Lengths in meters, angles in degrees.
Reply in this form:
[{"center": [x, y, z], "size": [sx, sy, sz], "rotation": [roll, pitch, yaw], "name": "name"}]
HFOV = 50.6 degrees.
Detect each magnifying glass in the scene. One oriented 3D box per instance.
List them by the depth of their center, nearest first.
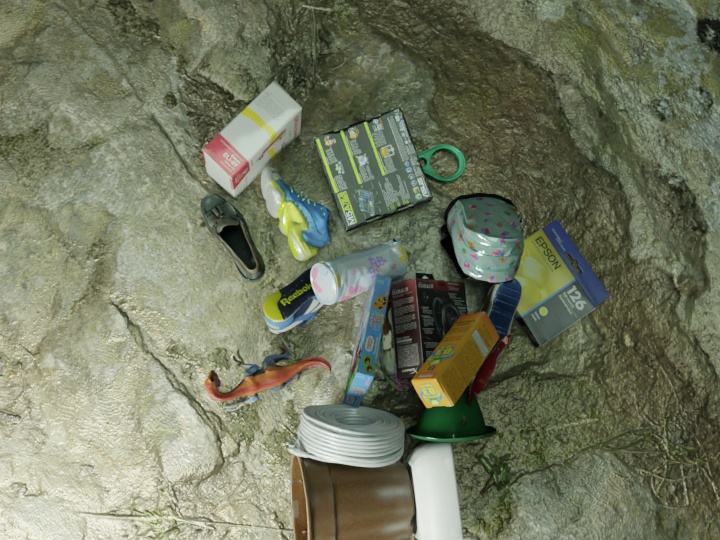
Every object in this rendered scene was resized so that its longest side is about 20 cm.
[{"center": [0.121, -0.226, 1.588], "size": [0.197, 0.022, 0.081], "rotation": [1, 79, -3], "name": "magnifying glass"}]

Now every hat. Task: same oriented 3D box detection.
[{"center": [0.171, 0.209, 1.398], "size": [0.164, 0.199, 0.179], "rotation": [-2, 87, 31], "name": "hat"}]

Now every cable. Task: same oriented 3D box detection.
[{"center": [-0.016, 0.293, 1.379], "size": [0.198, 0.200, 0.070], "rotation": [9, 95, 19], "name": "cable"}]

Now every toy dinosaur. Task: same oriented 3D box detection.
[{"center": [-0.190, 0.190, 1.406], "size": [0.181, 0.199, 0.106], "rotation": [-24, 92, -54], "name": "toy dinosaur"}]

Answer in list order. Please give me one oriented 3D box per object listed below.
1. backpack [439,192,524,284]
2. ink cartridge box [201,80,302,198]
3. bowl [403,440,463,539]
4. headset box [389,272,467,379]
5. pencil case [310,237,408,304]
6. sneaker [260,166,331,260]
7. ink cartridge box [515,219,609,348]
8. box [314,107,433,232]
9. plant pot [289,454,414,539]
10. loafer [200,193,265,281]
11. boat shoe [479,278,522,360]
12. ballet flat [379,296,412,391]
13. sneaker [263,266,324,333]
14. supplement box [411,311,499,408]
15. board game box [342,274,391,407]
[{"center": [0.241, -0.065, 1.473], "size": [0.165, 0.128, 0.201], "rotation": [-2, 36, 2], "name": "backpack"}, {"center": [-0.209, -0.255, 1.496], "size": [0.083, 0.145, 0.200], "rotation": [42, 78, 3], "name": "ink cartridge box"}, {"center": [0.127, 0.408, 1.371], "size": [0.074, 0.200, 0.202], "rotation": [-5, 79, -6], "name": "bowl"}, {"center": [0.136, 0.103, 1.461], "size": [0.148, 0.077, 0.203], "rotation": [5, 75, -43], "name": "headset box"}, {"center": [0.000, 0.000, 1.460], "size": [0.199, 0.091, 0.083], "rotation": [-20, 59, -35], "name": "pencil case"}, {"center": [-0.123, -0.124, 1.525], "size": [0.104, 0.076, 0.202], "rotation": [-23, 89, -22], "name": "sneaker"}, {"center": [0.385, 0.022, 1.555], "size": [0.199, 0.047, 0.199], "rotation": [-33, 82, -8], "name": "ink cartridge box"}, {"center": [0.026, -0.204, 1.546], "size": [0.191, 0.048, 0.202], "rotation": [-21, 88, -3], "name": "box"}, {"center": [-0.017, 0.419, 1.369], "size": [0.196, 0.200, 0.203], "rotation": [-3, 79, -15], "name": "plant pot"}, {"center": [-0.249, -0.073, 1.498], "size": [0.071, 0.063, 0.201], "rotation": [-33, 84, -11], "name": "loafer"}, {"center": [0.264, 0.103, 1.507], "size": [0.072, 0.072, 0.202], "rotation": [24, 103, -3], "name": "boat shoe"}, {"center": [0.068, 0.133, 1.485], "size": [0.068, 0.071, 0.203], "rotation": [-6, 80, 0], "name": "ballet flat"}, {"center": [-0.107, 0.056, 1.488], "size": [0.199, 0.083, 0.074], "rotation": [-28, 60, -28], "name": "sneaker"}, {"center": [0.175, 0.161, 1.386], "size": [0.069, 0.066, 0.200], "rotation": [57, 48, -18], "name": "supplement box"}, {"center": [0.013, 0.132, 1.411], "size": [0.036, 0.152, 0.202], "rotation": [15, 58, -3], "name": "board game box"}]
